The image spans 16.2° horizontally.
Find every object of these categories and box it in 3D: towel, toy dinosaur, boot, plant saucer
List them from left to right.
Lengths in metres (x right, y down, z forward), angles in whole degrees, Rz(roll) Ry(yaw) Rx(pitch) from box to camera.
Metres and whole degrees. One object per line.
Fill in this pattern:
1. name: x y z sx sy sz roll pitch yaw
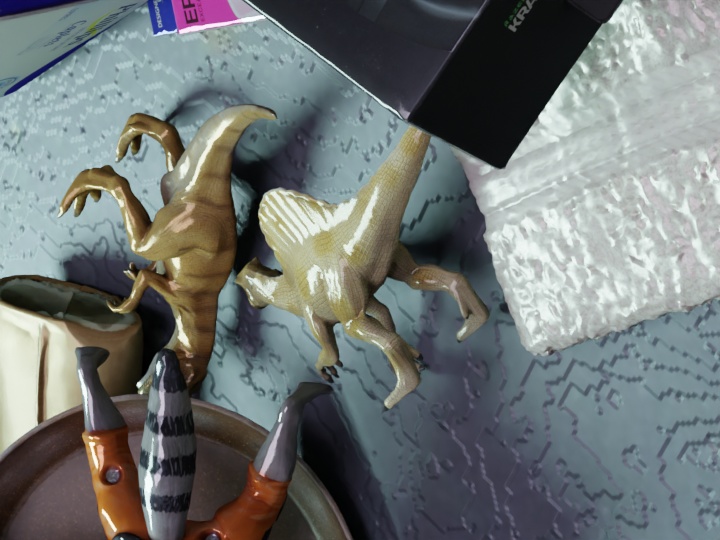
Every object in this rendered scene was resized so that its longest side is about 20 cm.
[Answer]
1. boot: -0.119 0.118 1.204 0.174 0.066 0.202 14 109 32
2. plant saucer: -0.094 0.156 1.152 0.199 0.034 0.202 0 92 5
3. toy dinosaur: -0.075 -0.031 1.122 0.106 0.060 0.201 35 136 22
4. toy dinosaur: 0.000 0.000 1.041 0.101 0.058 0.200 47 146 0
5. towel: 0.113 -0.049 0.958 0.199 0.034 0.133 -22 87 44

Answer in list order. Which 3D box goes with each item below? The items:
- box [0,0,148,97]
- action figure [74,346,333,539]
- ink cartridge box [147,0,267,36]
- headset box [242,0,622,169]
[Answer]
1. box: -0.190 -0.185 1.121 0.184 0.104 0.201 -23 86 55
2. action figure: -0.114 0.130 1.089 0.198 0.105 0.195 10 83 2
3. ink cartridge box: -0.039 -0.154 1.065 0.199 0.037 0.095 -4 100 45
4. headset box: 0.022 -0.160 0.918 0.200 0.093 0.175 37 97 26
